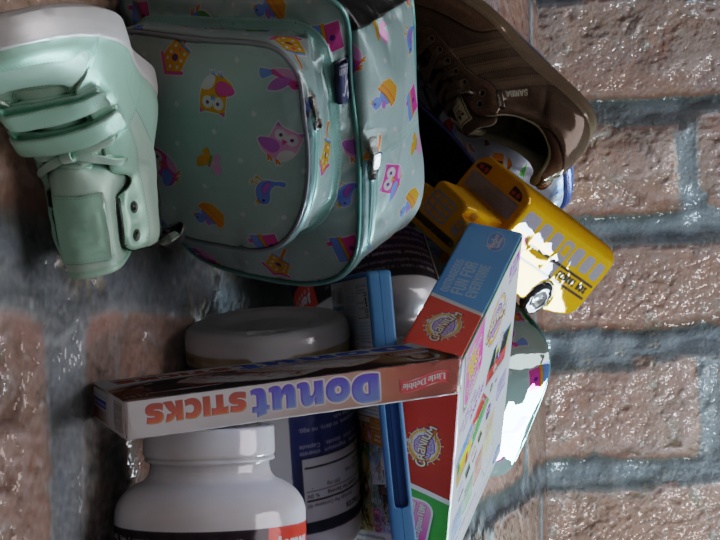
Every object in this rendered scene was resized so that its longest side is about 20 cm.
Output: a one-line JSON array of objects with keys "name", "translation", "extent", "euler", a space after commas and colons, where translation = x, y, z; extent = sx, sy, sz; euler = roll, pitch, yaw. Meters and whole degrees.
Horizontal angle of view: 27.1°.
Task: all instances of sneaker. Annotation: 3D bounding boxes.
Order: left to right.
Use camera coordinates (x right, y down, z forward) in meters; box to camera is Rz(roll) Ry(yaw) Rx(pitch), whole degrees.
[{"name": "sneaker", "translation": [-0.139, -0.058, 0.738], "extent": [0.200, 0.073, 0.119], "euler": [26, 57, -78]}, {"name": "sneaker", "translation": [0.087, -0.145, 1.128], "extent": [0.076, 0.200, 0.070], "euler": [-55, -178, -27]}]

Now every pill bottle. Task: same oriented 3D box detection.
[{"name": "pill bottle", "translation": [-0.086, 0.190, 0.864], "extent": [0.112, 0.112, 0.201], "euler": [9, 80, -76]}, {"name": "pill bottle", "translation": [-0.056, 0.131, 1.002], "extent": [0.111, 0.111, 0.201], "euler": [-36, 124, -74]}, {"name": "pill bottle", "translation": [0.000, 0.000, 1.137], "extent": [0.111, 0.111, 0.201], "euler": [57, 14, -65]}]

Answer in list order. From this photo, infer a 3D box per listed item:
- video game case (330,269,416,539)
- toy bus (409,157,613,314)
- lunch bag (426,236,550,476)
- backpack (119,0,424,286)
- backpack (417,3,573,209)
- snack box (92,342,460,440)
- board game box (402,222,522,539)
[{"name": "video game case", "translation": [0.008, 0.102, 0.995], "extent": [0.143, 0.018, 0.201], "euler": [169, -84, -79]}, {"name": "toy bus", "translation": [0.115, -0.025, 1.138], "extent": [0.078, 0.065, 0.200], "euler": [-51, 144, 8]}, {"name": "lunch bag", "translation": [0.062, 0.074, 1.218], "extent": [0.200, 0.077, 0.161], "euler": [50, -48, 39]}, {"name": "backpack", "translation": [-0.054, -0.087, 0.909], "extent": [0.153, 0.175, 0.201], "euler": [-51, 140, -45]}, {"name": "backpack", "translation": [0.096, -0.113, 1.255], "extent": [0.191, 0.154, 0.200], "euler": [55, -4, 18]}, {"name": "snack box", "translation": [-0.046, 0.067, 0.851], "extent": [0.072, 0.199, 0.024], "euler": [-172, -103, -66]}, {"name": "board game box", "translation": [0.066, 0.091, 1.031], "extent": [0.153, 0.040, 0.201], "euler": [-57, 155, -52]}]
